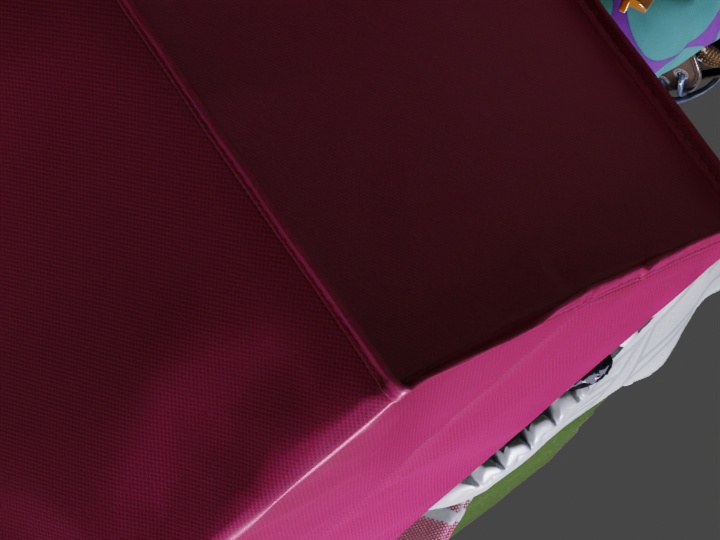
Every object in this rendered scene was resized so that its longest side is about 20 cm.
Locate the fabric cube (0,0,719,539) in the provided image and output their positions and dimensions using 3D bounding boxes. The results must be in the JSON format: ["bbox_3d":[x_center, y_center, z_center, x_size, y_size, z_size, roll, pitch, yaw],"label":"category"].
[{"bbox_3d":[-0.042,-0.016,0.851,0.200,0.197,0.199,-21,161,-50],"label":"fabric cube"}]

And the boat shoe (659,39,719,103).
[{"bbox_3d":[0.135,-0.114,1.252,0.072,0.072,0.200,-24,160,-48],"label":"boat shoe"}]

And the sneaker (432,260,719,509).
[{"bbox_3d":[0.094,0.039,1.265,0.200,0.075,0.081,-43,146,2],"label":"sneaker"}]

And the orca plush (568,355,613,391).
[{"bbox_3d":[0.079,0.018,1.204,0.201,0.071,0.105,-58,-178,-11],"label":"orca plush"}]

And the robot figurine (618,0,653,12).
[{"bbox_3d":[0.069,-0.121,0.990,0.200,0.058,0.145,-34,152,-52],"label":"robot figurine"}]

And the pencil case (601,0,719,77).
[{"bbox_3d":[0.054,-0.090,1.119,0.199,0.085,0.093,-30,127,-26],"label":"pencil case"}]

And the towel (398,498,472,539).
[{"bbox_3d":[-0.007,0.098,1.432,0.201,0.146,0.030,-62,153,-18],"label":"towel"}]
